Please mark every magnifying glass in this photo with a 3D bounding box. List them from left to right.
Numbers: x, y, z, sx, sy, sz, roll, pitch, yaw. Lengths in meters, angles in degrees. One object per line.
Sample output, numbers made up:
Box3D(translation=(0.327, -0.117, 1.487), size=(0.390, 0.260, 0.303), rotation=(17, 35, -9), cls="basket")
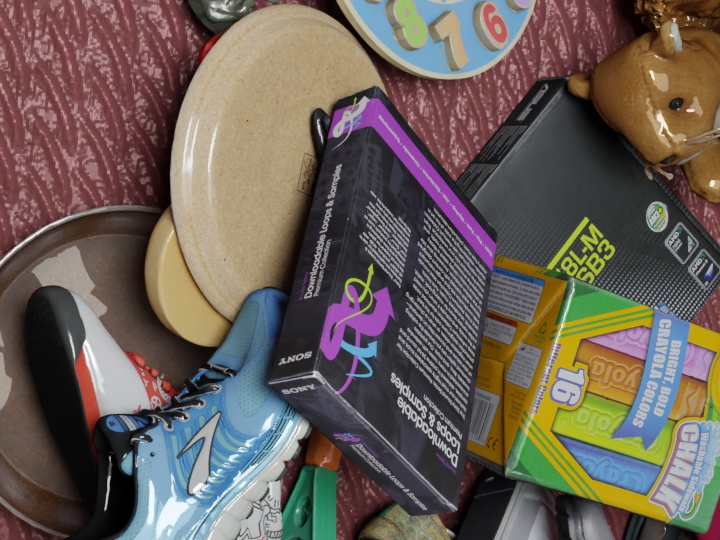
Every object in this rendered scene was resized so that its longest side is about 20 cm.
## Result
Box3D(translation=(-0.031, 0.145, 0.880), size=(0.022, 0.080, 0.201), rotation=(20, 77, -26), cls="magnifying glass")

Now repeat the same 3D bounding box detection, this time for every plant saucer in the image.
Box3D(translation=(-0.144, 0.061, 0.833), size=(0.200, 0.034, 0.201), rotation=(-3, 96, -24), cls="plant saucer")

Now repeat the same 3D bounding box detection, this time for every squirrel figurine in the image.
Box3D(translation=(0.224, -0.145, 0.925), size=(0.186, 0.141, 0.201), rotation=(-3, 80, -33), cls="squirrel figurine")

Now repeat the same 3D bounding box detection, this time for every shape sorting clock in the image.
Box3D(translation=(0.048, -0.219, 0.867), size=(0.200, 0.039, 0.201), rotation=(5, 83, -39), cls="shape sorting clock")

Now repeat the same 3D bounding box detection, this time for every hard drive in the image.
Box3D(translation=(0.102, 0.234, 0.903), size=(0.140, 0.038, 0.200), rotation=(60, 34, -18), cls="hard drive")

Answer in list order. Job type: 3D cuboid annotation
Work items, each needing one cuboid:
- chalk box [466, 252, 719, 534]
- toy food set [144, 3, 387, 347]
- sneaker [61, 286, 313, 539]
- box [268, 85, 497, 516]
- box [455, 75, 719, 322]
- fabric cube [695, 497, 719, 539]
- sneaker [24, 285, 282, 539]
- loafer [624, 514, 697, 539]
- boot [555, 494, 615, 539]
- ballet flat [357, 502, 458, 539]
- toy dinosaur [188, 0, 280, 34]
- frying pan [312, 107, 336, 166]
Box3D(translation=(0.161, 0.081, 0.879), size=(0.200, 0.125, 0.124), rotation=(19, 90, -26), cls="chalk box")
Box3D(translation=(-0.044, -0.055, 0.825), size=(0.198, 0.049, 0.201), rotation=(-7, 101, -51), cls="toy food set")
Box3D(translation=(-0.090, 0.090, 0.731), size=(0.090, 0.078, 0.200), rotation=(37, 67, -23), cls="sneaker")
Box3D(translation=(0.019, 0.016, 0.783), size=(0.143, 0.036, 0.200), rotation=(48, 40, -37), cls="box")
Box3D(translation=(0.133, 0.005, 0.950), size=(0.193, 0.047, 0.200), rotation=(46, 77, -24), cls="box")
Box3D(translation=(0.371, 0.177, 0.969), size=(0.200, 0.196, 0.200), rotation=(-41, 112, -42), cls="fabric cube")
Box3D(translation=(-0.112, 0.089, 0.801), size=(0.108, 0.067, 0.202), rotation=(-24, 100, -33), cls="sneaker")
Box3D(translation=(0.214, 0.263, 1.007), size=(0.072, 0.063, 0.201), rotation=(8, 92, -26), cls="loafer")
Box3D(translation=(0.211, 0.216, 0.911), size=(0.131, 0.070, 0.201), rotation=(-21, 104, 4), cls="boot")
Box3D(translation=(0.069, 0.234, 0.939), size=(0.071, 0.071, 0.200), rotation=(-38, 110, -17), cls="ballet flat")
Box3D(translation=(-0.081, -0.201, 0.829), size=(0.088, 0.047, 0.200), rotation=(-30, 104, -12), cls="toy dinosaur")
Box3D(translation=(-0.007, 0.013, 0.819), size=(0.190, 0.031, 0.115), rotation=(53, 49, -28), cls="frying pan")
